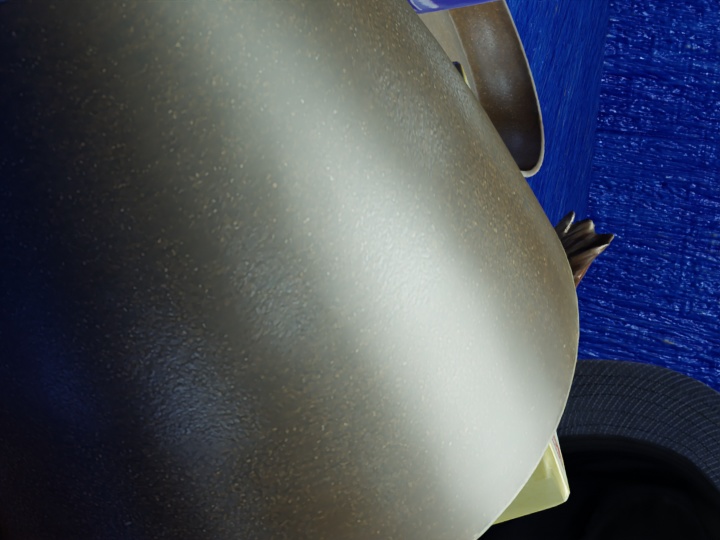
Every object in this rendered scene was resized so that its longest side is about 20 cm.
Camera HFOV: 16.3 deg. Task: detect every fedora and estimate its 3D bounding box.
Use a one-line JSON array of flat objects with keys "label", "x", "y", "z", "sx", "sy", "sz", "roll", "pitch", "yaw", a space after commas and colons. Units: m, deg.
[{"label": "fedora", "x": 0.098, "y": 0.141, "z": 0.968, "sx": 0.090, "sy": 0.176, "sz": 0.201, "roll": 30, "pitch": 57, "yaw": -65}]

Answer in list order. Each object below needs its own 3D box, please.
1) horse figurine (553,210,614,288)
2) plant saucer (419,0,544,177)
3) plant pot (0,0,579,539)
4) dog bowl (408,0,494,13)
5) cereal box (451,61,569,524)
[{"label": "horse figurine", "x": 0.000, "y": 0.000, "z": 0.972, "sx": 0.050, "sy": 0.199, "sz": 0.133, "roll": -59, "pitch": 151, "yaw": -32}, {"label": "plant saucer", "x": 0.026, "y": -0.129, "z": 1.186, "sx": 0.200, "sy": 0.034, "sz": 0.201, "roll": 53, "pitch": 21, "yaw": -31}, {"label": "plant pot", "x": -0.055, "y": -0.032, "z": 0.651, "sx": 0.200, "sy": 0.186, "sz": 0.188, "roll": 66, "pitch": 32, "yaw": -48}, {"label": "dog bowl", "x": 0.039, "y": -0.215, "z": 1.091, "sx": 0.200, "sy": 0.078, "sz": 0.201, "roll": -11, "pitch": 90, "yaw": -74}, {"label": "cereal box", "x": -0.020, "y": 0.018, "z": 0.787, "sx": 0.200, "sy": 0.143, "sz": 0.040, "roll": -99, "pitch": 169, "yaw": -56}]
